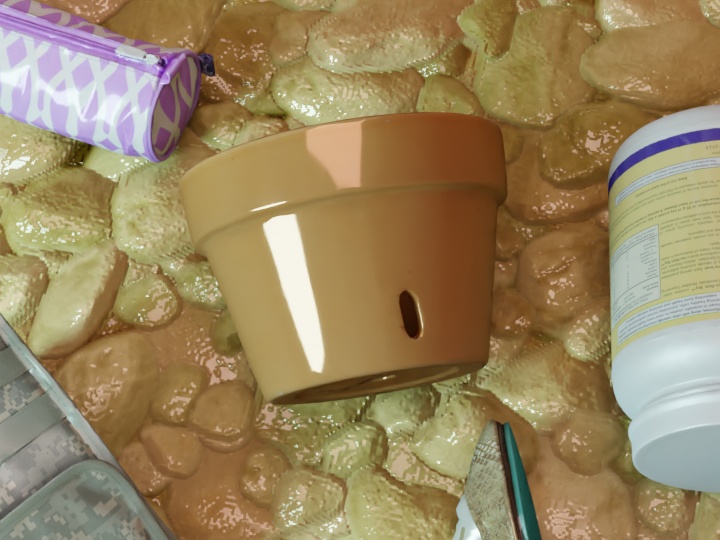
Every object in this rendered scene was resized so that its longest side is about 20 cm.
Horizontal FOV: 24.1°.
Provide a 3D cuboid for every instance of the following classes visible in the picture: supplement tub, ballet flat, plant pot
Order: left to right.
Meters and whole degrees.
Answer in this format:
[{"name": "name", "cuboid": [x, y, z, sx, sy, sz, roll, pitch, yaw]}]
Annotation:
[{"name": "plant pot", "cuboid": [0.000, 0.000, 1.016, 0.198, 0.200, 0.141, -10, 81, -2]}, {"name": "ballet flat", "cuboid": [0.085, 0.185, 0.985, 0.065, 0.071, 0.201, -20, 61, 9]}, {"name": "supplement tub", "cuboid": [0.222, 0.018, 1.011, 0.144, 0.146, 0.201, 2, 65, 3]}]

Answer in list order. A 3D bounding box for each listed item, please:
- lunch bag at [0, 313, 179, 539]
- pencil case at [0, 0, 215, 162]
[{"name": "lunch bag", "cuboid": [-0.217, 0.151, 0.986, 0.164, 0.118, 0.200, -37, 75, -16]}, {"name": "pencil case", "cuboid": [-0.204, -0.138, 1.137, 0.199, 0.086, 0.084, 17, 65, 11]}]
